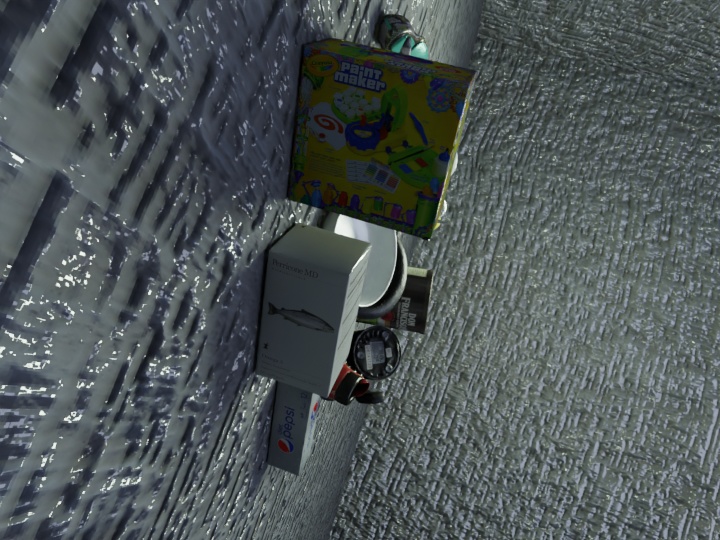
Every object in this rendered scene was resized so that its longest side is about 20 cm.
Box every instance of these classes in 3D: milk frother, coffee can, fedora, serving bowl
[{"bbox_3d":[-0.033,0.214,1.241,0.188,0.197,0.184,153,-51,-69],"label":"milk frother"},{"bbox_3d":[0.061,0.057,1.226,0.146,0.196,0.149,8,90,-82],"label":"coffee can"},{"bbox_3d":[0.000,0.000,1.079,0.091,0.199,0.203,-18,-132,60],"label":"fedora"},{"bbox_3d":[-0.013,-0.039,0.965,0.199,0.065,0.204,-8,100,-54],"label":"serving bowl"}]

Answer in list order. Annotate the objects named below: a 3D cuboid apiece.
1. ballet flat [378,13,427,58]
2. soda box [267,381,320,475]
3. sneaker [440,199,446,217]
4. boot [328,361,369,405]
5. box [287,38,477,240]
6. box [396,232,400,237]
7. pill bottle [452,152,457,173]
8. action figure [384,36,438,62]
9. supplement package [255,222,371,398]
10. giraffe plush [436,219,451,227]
[{"bbox_3d":[0.079,-0.425,0.986,0.200,0.071,0.073,-18,124,-72],"label":"ballet flat"},{"bbox_3d":[-0.118,0.268,0.963,0.064,0.067,0.203,-54,158,-61],"label":"soda box"},{"bbox_3d":[0.094,-0.177,1.173,0.078,0.199,0.082,-53,-172,3],"label":"sneaker"},{"bbox_3d":[-0.041,0.185,1.057,0.201,0.142,0.073,-61,163,-58],"label":"boot"},{"bbox_3d":[0.027,-0.173,0.689,0.122,0.197,0.195,-58,162,-59],"label":"box"},{"bbox_3d":[0.040,-0.125,1.117,0.035,0.108,0.203,-40,146,-62],"label":"box"},{"bbox_3d":[0.071,-0.187,0.922,0.198,0.111,0.113,-15,130,-34],"label":"pill bottle"},{"bbox_3d":[0.078,-0.304,0.961,0.194,0.197,0.106,-52,-126,51],"label":"action figure"},{"bbox_3d":[-0.068,0.054,0.759,0.118,0.115,0.203,-56,159,-61],"label":"supplement package"},{"bbox_3d":[0.169,-0.221,1.461,0.173,0.197,0.165,104,3,-70],"label":"giraffe plush"}]
